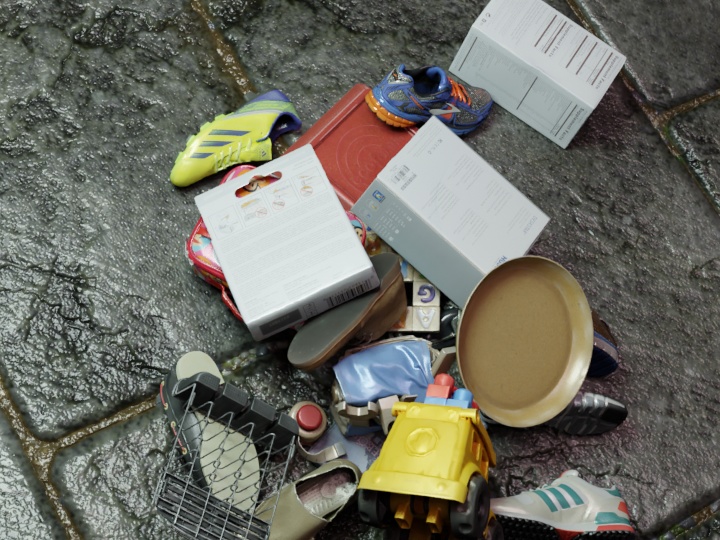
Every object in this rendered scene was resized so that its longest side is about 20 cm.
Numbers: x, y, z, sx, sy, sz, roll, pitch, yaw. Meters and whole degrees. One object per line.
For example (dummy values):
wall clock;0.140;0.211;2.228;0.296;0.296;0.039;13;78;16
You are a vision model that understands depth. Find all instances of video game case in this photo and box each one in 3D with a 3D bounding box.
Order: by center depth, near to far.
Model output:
video game case;0.049;0.201;1.697;0.143;0.019;0.200;41;60;7

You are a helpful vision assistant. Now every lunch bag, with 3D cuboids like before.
lunch bag;-0.108;-0.017;1.718;0.199;0.082;0.177;26;70;8

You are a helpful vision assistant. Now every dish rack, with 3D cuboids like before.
dish rack;-0.150;0.217;1.537;0.153;0.055;0.201;29;49;-18

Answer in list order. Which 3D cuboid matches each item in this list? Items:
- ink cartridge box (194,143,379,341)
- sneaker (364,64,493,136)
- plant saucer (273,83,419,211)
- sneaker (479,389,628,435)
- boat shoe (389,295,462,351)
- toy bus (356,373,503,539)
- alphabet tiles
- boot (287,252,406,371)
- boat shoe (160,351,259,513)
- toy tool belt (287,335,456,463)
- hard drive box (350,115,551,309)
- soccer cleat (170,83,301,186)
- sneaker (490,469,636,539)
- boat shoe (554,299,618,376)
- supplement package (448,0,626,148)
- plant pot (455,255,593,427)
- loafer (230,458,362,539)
ink cartridge box;-0.088;-0.034;1.661;0.162;0.057;0.201;-25;53;-3
sneaker;0.104;-0.231;1.874;0.199;0.079;0.076;-3;52;-39
plant saucer;0.018;-0.138;1.850;0.200;0.037;0.200;40;60;7
sneaker;0.235;0.136;1.752;0.199;0.075;0.116;8;50;-20
boat shoe;0.125;0.050;1.760;0.199;0.068;0.072;-18;66;-25
toy bus;0.095;0.225;1.585;0.135;0.200;0.193;2;54;23
alphabet tiles;0.000;0.000;1.753;0.198;0.008;0.168;-1;64;5
boot;-0.007;0.065;1.648;0.200;0.073;0.076;-44;126;-37
boat shoe;-0.173;0.195;1.614;0.073;0.063;0.202;-5;64;-41
toy tool belt;0.013;0.138;1.637;0.199;0.123;0.125;-15;69;-22
hard drive box;0.113;-0.068;1.729;0.200;0.077;0.156;42;48;1
soccer cleat;-0.156;-0.162;1.796;0.084;0.065;0.200;46;61;7
sneaker;0.228;0.284;1.686;0.198;0.071;0.094;7;45;-10
boat shoe;0.249;0.057;1.772;0.200;0.072;0.073;40;38;-32
supplement package;0.243;-0.284;1.942;0.199;0.114;0.110;35;61;2
plant pot;0.189;0.083;1.657;0.199;0.027;0.202;-2;94;-31
loafer;-0.077;0.275;1.587;0.200;0.068;0.076;-40;79;-21
